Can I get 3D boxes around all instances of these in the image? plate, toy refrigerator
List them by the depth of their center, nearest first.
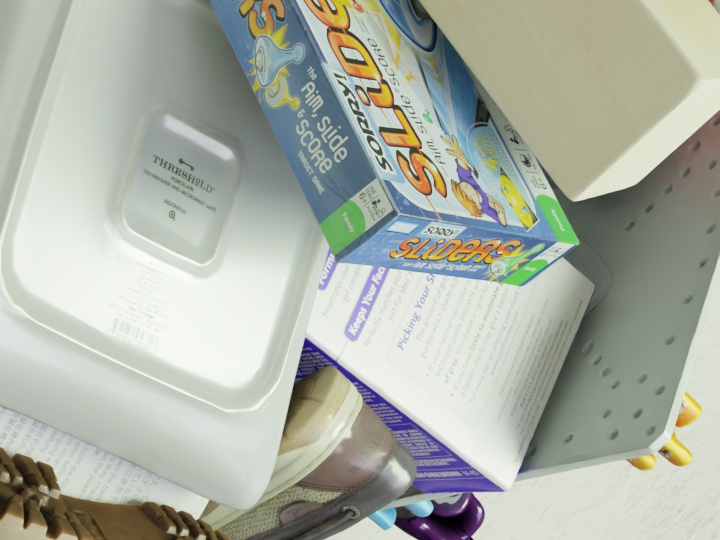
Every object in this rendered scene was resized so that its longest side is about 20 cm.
[{"bbox_3d":[-0.077,-0.030,1.077,0.199,0.032,0.201,28,71,-39],"label":"plate"},{"bbox_3d":[0.064,-0.131,1.115,0.076,0.200,0.070,-43,166,27],"label":"toy refrigerator"}]

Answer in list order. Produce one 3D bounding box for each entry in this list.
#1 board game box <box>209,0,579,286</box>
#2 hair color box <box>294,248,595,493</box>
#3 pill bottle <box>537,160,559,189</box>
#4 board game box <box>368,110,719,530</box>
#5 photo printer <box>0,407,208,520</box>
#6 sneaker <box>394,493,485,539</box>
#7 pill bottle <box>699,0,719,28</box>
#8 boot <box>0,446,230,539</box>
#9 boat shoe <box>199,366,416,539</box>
[{"bbox_3d":[-0.002,-0.090,1.103,0.034,0.201,0.135,-37,157,26],"label":"board game box"},{"bbox_3d":[0.000,0.000,1.204,0.200,0.065,0.110,40,63,-30],"label":"hair color box"},{"bbox_3d":[0.132,-0.140,1.315,0.200,0.112,0.113,-44,147,-18],"label":"pill bottle"},{"bbox_3d":[0.095,0.021,1.289,0.026,0.199,0.201,41,53,-28],"label":"board game box"},{"bbox_3d":[-0.146,0.065,1.114,0.199,0.069,0.167,27,97,-36],"label":"photo printer"},{"bbox_3d":[0.021,0.072,1.389,0.074,0.087,0.200,-46,148,-14],"label":"sneaker"},{"bbox_3d":[0.119,-0.160,1.192,0.111,0.200,0.112,-33,143,-30],"label":"pill bottle"},{"bbox_3d":[-0.102,0.146,1.095,0.199,0.075,0.108,23,104,-27],"label":"boot"},{"bbox_3d":[-0.045,0.108,1.212,0.200,0.065,0.072,-41,-170,48],"label":"boat shoe"}]
